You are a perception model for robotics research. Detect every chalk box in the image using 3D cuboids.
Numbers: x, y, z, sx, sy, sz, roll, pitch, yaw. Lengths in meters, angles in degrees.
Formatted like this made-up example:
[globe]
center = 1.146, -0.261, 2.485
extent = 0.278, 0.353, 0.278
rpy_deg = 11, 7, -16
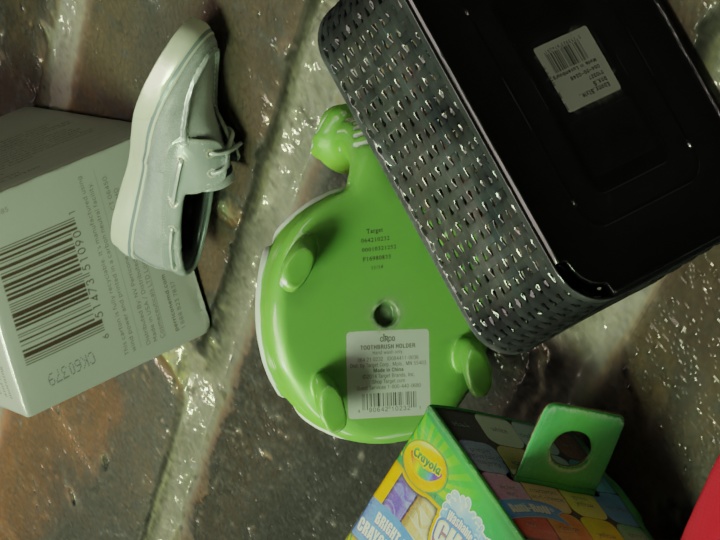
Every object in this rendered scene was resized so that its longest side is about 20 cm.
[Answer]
[chalk box]
center = 0.082, 0.162, 1.227
extent = 0.200, 0.124, 0.124
rpy_deg = -58, 40, 23

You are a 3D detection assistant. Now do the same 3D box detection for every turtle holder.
[turtle holder]
center = -0.007, 0.009, 1.295
extent = 0.186, 0.141, 0.132
rpy_deg = 59, 167, -9

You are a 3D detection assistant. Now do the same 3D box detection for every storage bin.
[storage bin]
center = 0.088, -0.078, 1.084
extent = 0.201, 0.135, 0.094
rpy_deg = 62, 150, 5

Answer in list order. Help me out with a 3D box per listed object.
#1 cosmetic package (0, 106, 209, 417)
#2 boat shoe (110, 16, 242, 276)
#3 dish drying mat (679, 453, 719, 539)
[cosmetic package]
center = -0.245, -0.012, 1.613
extent = 0.200, 0.165, 0.166
rpy_deg = 14, 123, 52
[boat shoe]
center = -0.113, -0.079, 1.472
extent = 0.071, 0.070, 0.201
rpy_deg = 27, 132, 10
[dish drying mat]
center = 0.195, 0.193, 1.206
extent = 0.077, 0.018, 0.201
rpy_deg = 42, 134, 33
